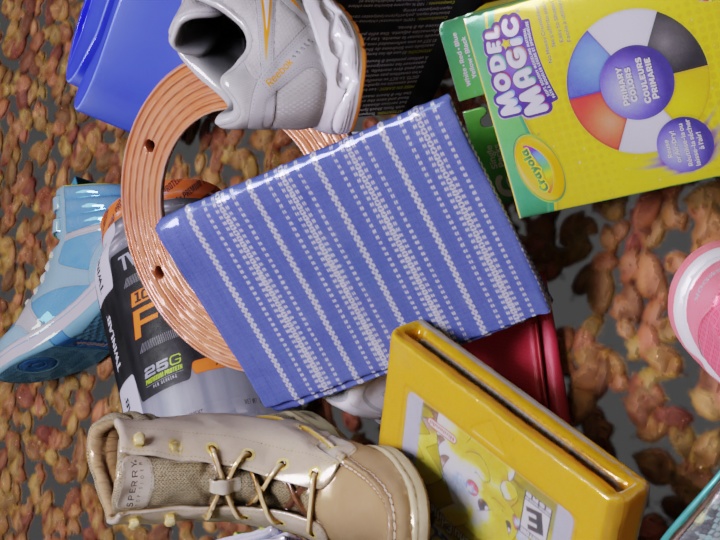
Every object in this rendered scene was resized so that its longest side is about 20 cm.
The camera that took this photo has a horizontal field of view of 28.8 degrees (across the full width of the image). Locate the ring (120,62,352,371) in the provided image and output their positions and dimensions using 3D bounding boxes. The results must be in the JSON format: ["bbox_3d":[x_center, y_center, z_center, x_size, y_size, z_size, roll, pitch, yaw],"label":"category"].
[{"bbox_3d":[-0.071,-0.036,0.877,0.199,0.019,0.203,9,107,32],"label":"ring"}]

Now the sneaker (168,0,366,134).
[{"bbox_3d":[-0.070,-0.156,0.779,0.201,0.091,0.076,63,148,34],"label":"sneaker"}]

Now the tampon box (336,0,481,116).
[{"bbox_3d":[-0.003,-0.216,0.870,0.151,0.125,0.201,66,148,30],"label":"tampon box"}]

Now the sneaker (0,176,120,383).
[{"bbox_3d":[-0.235,0.002,1.145,0.199,0.079,0.132,-31,65,27],"label":"sneaker"}]

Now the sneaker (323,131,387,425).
[{"bbox_3d":[0.000,0.000,0.909,0.075,0.081,0.202,-26,65,41],"label":"sneaker"}]

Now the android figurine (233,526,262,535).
[{"bbox_3d":[-0.060,0.262,0.956,0.181,0.041,0.202,27,101,43],"label":"android figurine"}]

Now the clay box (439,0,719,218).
[{"bbox_3d":[0.140,-0.100,0.738,0.198,0.048,0.116,-12,104,24],"label":"clay box"}]

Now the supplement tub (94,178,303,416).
[{"bbox_3d":[-0.117,0.045,0.987,0.122,0.122,0.202,-37,60,35],"label":"supplement tub"}]

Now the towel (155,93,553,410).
[{"bbox_3d":[-0.005,-0.004,0.807,0.198,0.146,0.024,-21,24,23],"label":"towel"}]

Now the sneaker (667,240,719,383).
[{"bbox_3d":[0.216,0.072,0.622,0.200,0.087,0.074,42,99,-2],"label":"sneaker"}]

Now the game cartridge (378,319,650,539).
[{"bbox_3d":[0.070,0.154,0.791,0.176,0.032,0.202,35,130,39],"label":"game cartridge"}]

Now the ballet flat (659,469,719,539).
[{"bbox_3d":[0.214,0.098,0.699,0.071,0.069,0.201,34,108,21],"label":"ballet flat"}]

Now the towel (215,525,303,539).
[{"bbox_3d":[-0.006,0.205,0.779,0.146,0.199,0.024,-25,34,54],"label":"towel"}]

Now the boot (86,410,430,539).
[{"bbox_3d":[-0.063,0.124,0.798,0.200,0.154,0.074,25,107,60],"label":"boot"}]

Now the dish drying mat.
[{"bbox_3d":[0.095,0.107,0.840,0.076,0.018,0.202,-22,69,45],"label":"dish drying mat"}]

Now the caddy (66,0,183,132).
[{"bbox_3d":[-0.149,-0.192,1.071,0.202,0.104,0.142,-67,26,19],"label":"caddy"}]
